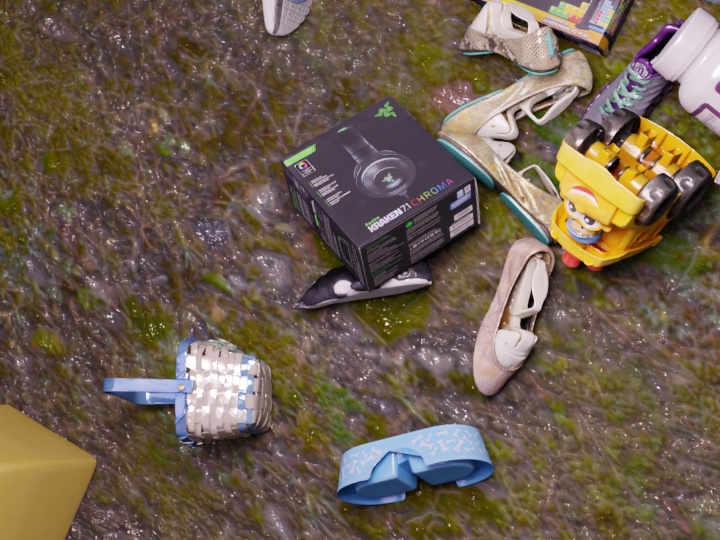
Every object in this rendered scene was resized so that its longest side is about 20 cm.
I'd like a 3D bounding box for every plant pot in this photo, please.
[{"bbox_3d":[-0.525,0.304,1.641,0.193,0.200,0.197,24,90,25],"label":"plant pot"}]

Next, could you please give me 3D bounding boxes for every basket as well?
[{"bbox_3d":[-0.218,0.159,1.553,0.198,0.176,0.140,-4,80,3],"label":"basket"}]

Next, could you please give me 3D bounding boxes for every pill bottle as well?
[{"bbox_3d":[0.431,-0.201,1.334,0.200,0.112,0.112,39,97,1],"label":"pill bottle"}]

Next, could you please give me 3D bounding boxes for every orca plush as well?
[{"bbox_3d":[0.000,0.000,1.528,0.199,0.105,0.072,-17,75,44],"label":"orca plush"}]

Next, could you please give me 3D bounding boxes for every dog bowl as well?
[{"bbox_3d":[0.064,0.236,1.454,0.199,0.111,0.050,-17,61,20],"label":"dog bowl"}]

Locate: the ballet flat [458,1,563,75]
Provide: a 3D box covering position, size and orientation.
[{"bbox_3d":[0.182,-0.294,1.467,0.200,0.067,0.076,36,141,59],"label":"ballet flat"}]

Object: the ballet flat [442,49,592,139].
[{"bbox_3d":[0.197,-0.202,1.484,0.199,0.071,0.071,-28,71,14],"label":"ballet flat"}]

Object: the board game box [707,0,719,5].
[{"bbox_3d":[0.412,-0.348,1.352,0.151,0.200,0.037,27,91,24],"label":"board game box"}]

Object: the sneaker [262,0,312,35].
[{"bbox_3d":[-0.118,-0.419,1.672,0.087,0.074,0.201,-10,70,33],"label":"sneaker"}]

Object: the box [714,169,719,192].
[{"bbox_3d":[0.461,-0.063,1.281,0.136,0.200,0.040,28,92,25],"label":"box"}]

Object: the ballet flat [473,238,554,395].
[{"bbox_3d":[0.188,0.057,1.443,0.067,0.068,0.201,9,85,58],"label":"ballet flat"}]

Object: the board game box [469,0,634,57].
[{"bbox_3d":[0.255,-0.383,1.504,0.199,0.057,0.166,27,93,25],"label":"board game box"}]

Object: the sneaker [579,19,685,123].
[{"bbox_3d":[0.320,-0.217,1.430,0.074,0.087,0.200,43,98,23],"label":"sneaker"}]

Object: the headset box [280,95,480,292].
[{"bbox_3d":[0.020,-0.103,1.483,0.174,0.093,0.200,-31,54,-14],"label":"headset box"}]

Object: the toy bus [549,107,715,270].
[{"bbox_3d":[0.283,-0.070,1.368,0.136,0.199,0.193,43,125,22],"label":"toy bus"}]

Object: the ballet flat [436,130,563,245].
[{"bbox_3d":[0.184,-0.117,1.469,0.200,0.071,0.071,43,99,6],"label":"ballet flat"}]
